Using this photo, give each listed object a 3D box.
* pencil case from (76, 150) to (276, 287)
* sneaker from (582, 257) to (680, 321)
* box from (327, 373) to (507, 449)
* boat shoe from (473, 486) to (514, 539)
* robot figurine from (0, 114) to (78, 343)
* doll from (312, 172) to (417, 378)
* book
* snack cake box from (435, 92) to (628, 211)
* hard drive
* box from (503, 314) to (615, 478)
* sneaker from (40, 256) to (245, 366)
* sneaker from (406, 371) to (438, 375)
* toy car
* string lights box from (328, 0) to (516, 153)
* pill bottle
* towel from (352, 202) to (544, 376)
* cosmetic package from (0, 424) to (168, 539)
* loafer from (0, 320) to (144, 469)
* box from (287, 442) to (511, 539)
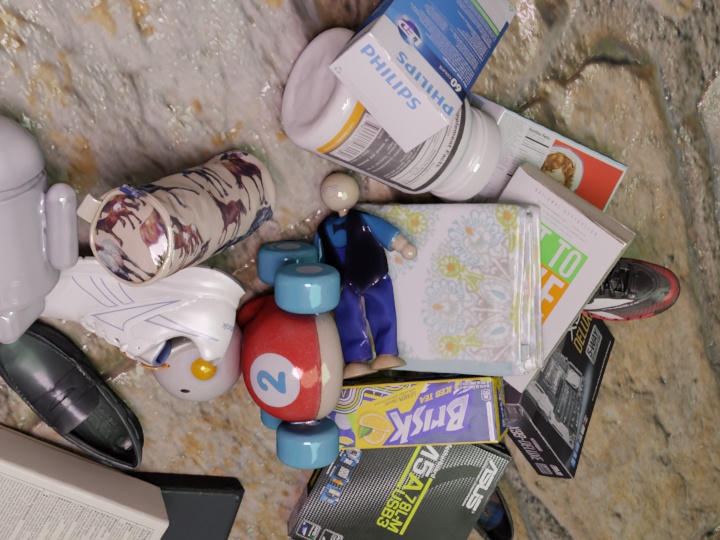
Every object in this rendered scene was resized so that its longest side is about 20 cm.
[{"bbox_3d":[-0.147,-0.052,0.887,0.078,0.090,0.200,-43,176,27],"label":"pencil case"},{"bbox_3d":[0.244,0.010,1.112,0.199,0.098,0.071,7,80,9],"label":"sneaker"},{"bbox_3d":[0.050,0.146,1.085,0.198,0.064,0.071,-6,91,17],"label":"box"},{"bbox_3d":[0.144,0.271,1.291,0.068,0.057,0.201,-37,127,-9],"label":"boat shoe"},{"bbox_3d":[-0.306,-0.042,0.838,0.168,0.113,0.201,2,117,6],"label":"robot figurine"},{"bbox_3d":[0.000,0.000,1.025,0.048,0.136,0.202,-2,77,-50],"label":"doll"},{"bbox_3d":[0.169,0.008,1.066,0.048,0.133,0.201,-29,152,-57],"label":"book"},{"bbox_3d":[0.182,-0.101,1.123,0.199,0.067,0.116,18,103,-35],"label":"snack cake box"},{"bbox_3d":[-0.218,0.312,1.116,0.139,0.033,0.201,11,108,-33],"label":"hard drive"},{"bbox_3d":[0.224,0.114,1.205,0.158,0.049,0.201,52,50,-37],"label":"box"},{"bbox_3d":[-0.203,0.037,0.909,0.075,0.198,0.088,56,38,-69],"label":"sneaker"},{"bbox_3d":[0.072,0.108,1.162,0.200,0.092,0.076,45,44,-19],"label":"sneaker"},{"bbox_3d":[-0.127,0.082,0.983,0.198,0.177,0.186,-4,105,-15],"label":"toy car"},{"bbox_3d":[0.061,-0.207,0.918,0.103,0.059,0.200,46,46,-15],"label":"string lights box"},{"bbox_3d":[0.033,-0.141,0.987,0.199,0.116,0.117,19,103,-36],"label":"pill bottle"},{"bbox_3d":[0.086,0.018,1.044,0.048,0.198,0.173,-13,103,-68],"label":"towel"},{"bbox_3d":[-0.296,0.230,0.984,0.199,0.073,0.104,30,98,-27],"label":"cosmetic package"},{"bbox_3d":[-0.269,0.116,0.966,0.068,0.070,0.201,-42,127,-6],"label":"loafer"},{"bbox_3d":[0.043,0.253,1.186,0.192,0.048,0.201,26,100,-8],"label":"box"}]
